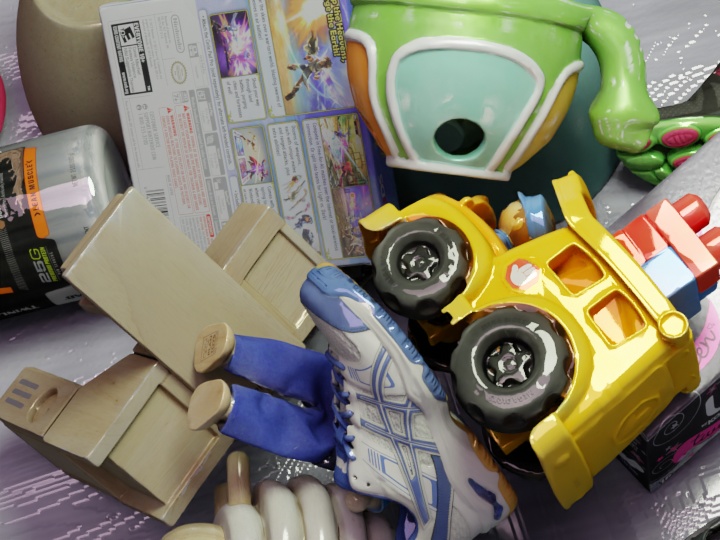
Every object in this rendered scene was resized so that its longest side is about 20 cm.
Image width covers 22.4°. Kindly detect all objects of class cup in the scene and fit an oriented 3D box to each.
[{"bbox_3d":[-0.177,-0.189,1.365,0.199,0.143,0.201,-4,65,9],"label":"cup"}]

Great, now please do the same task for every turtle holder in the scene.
[{"bbox_3d":[0.079,-0.123,1.132,0.185,0.141,0.133,6,93,-29],"label":"turtle holder"}]

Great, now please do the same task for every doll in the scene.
[{"bbox_3d":[-0.012,0.089,1.165,0.048,0.199,0.137,-33,45,46],"label":"doll"}]

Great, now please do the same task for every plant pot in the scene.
[{"bbox_3d":[0.089,-0.147,1.284,0.199,0.161,0.202,-4,66,9],"label":"plant pot"}]

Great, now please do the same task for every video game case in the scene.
[{"bbox_3d":[-0.073,-0.097,1.248,0.180,0.045,0.201,-5,103,21],"label":"video game case"}]

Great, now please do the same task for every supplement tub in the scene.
[{"bbox_3d":[-0.266,-0.026,1.322,0.199,0.123,0.123,-15,64,5],"label":"supplement tub"}]

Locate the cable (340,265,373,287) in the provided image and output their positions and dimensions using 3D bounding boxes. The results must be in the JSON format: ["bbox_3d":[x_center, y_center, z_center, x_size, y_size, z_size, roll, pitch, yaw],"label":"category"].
[{"bbox_3d":[0.000,0.000,1.315,0.199,0.050,0.097,-7,47,-5],"label":"cable"}]

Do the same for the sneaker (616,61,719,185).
[{"bbox_3d":[0.273,-0.117,1.292,0.199,0.077,0.084,-17,47,0],"label":"sneaker"}]

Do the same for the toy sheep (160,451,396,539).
[{"bbox_3d":[-0.034,0.193,1.178,0.199,0.138,0.139,4,65,-12],"label":"toy sheep"}]

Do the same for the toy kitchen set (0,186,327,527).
[{"bbox_3d":[-0.158,0.028,1.213,0.200,0.163,0.180,-54,28,-16],"label":"toy kitchen set"}]

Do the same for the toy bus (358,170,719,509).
[{"bbox_3d":[0.122,0.010,1.101,0.192,0.136,0.200,-39,63,-1],"label":"toy bus"}]

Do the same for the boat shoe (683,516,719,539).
[{"bbox_3d":[0.234,0.193,1.155,0.199,0.066,0.075,-28,64,-2],"label":"boat shoe"}]

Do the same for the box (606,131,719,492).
[{"bbox_3d":[0.222,0.024,1.206,0.200,0.115,0.132,-40,65,-7],"label":"box"}]

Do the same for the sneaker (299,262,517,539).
[{"bbox_3d":[0.012,0.091,1.095,0.088,0.075,0.200,-35,104,0],"label":"sneaker"}]

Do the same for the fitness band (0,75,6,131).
[{"bbox_3d":[-0.371,-0.134,1.441,0.199,0.037,0.144,22,75,20],"label":"fitness band"}]
